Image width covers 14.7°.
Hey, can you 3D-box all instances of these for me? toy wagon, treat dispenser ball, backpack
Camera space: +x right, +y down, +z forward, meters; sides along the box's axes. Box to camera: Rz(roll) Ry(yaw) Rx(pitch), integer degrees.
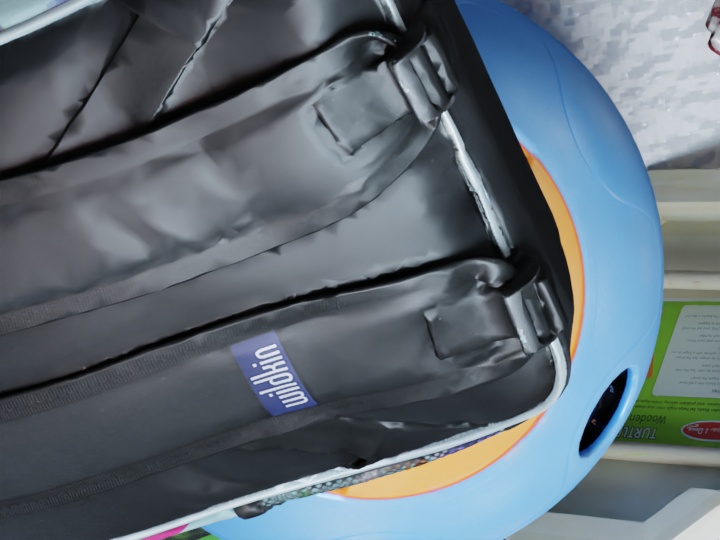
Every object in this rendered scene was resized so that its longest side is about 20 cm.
[{"bbox_3d":[0.097,0.055,0.980,0.155,0.200,0.040,1,152,45],"label":"toy wagon"},{"bbox_3d":[0.000,0.000,0.923,0.201,0.201,0.201,0,136,0],"label":"treat dispenser ball"},{"bbox_3d":[-0.061,-0.021,0.741,0.200,0.151,0.178,-22,122,9],"label":"backpack"}]

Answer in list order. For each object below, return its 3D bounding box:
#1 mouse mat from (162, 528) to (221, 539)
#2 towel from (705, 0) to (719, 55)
[{"bbox_3d":[-0.082,0.115,1.069,0.200,0.008,0.161,-9,144,-11],"label":"mouse mat"},{"bbox_3d":[0.187,-0.107,0.801,0.144,0.200,0.023,25,147,-2],"label":"towel"}]
